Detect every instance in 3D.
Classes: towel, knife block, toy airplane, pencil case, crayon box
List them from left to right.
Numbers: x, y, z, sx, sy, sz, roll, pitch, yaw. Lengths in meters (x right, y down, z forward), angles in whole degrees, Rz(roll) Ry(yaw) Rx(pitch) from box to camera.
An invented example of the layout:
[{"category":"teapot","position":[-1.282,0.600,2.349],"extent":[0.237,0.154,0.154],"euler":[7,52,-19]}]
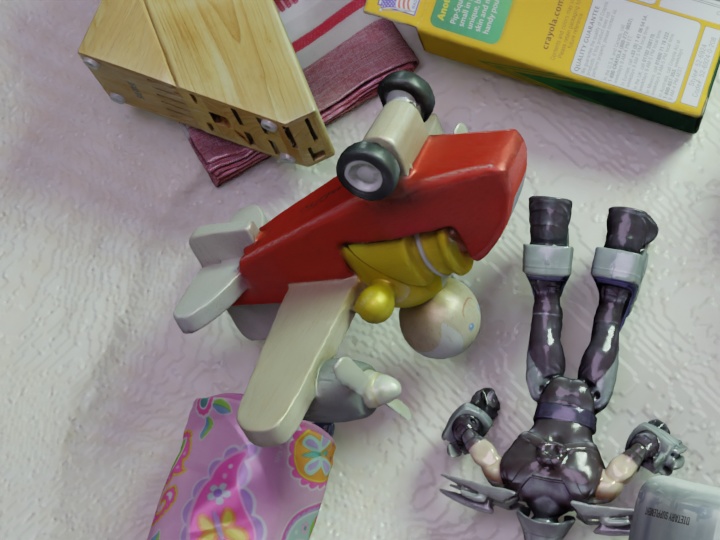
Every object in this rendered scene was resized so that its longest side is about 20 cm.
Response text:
[{"category":"pencil case","position":[-0.079,0.162,0.883],"extent":[0.087,0.087,0.201],"euler":[14,75,15]},{"category":"knife block","position":[-0.081,-0.174,0.975],"extent":[0.199,0.064,0.176],"euler":[20,76,17]},{"category":"towel","position":[-0.073,-0.166,1.017],"extent":[0.144,0.023,0.201],"euler":[-30,69,0]},{"category":"toy airplane","position":[0.000,0.000,0.883],"extent":[0.141,0.199,0.200],"euler":[43,88,-17]},{"category":"crayon box","position":[0.116,-0.170,0.947],"extent":[0.199,0.052,0.126],"euler":[19,86,9]}]

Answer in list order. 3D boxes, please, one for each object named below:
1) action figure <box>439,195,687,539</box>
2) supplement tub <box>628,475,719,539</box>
[{"category":"action figure","position":[0.113,0.064,0.885],"extent":[0.129,0.069,0.201],"euler":[10,78,7]},{"category":"supplement tub","position":[0.173,0.206,0.786],"extent":[0.122,0.122,0.201],"euler":[11,84,14]}]
